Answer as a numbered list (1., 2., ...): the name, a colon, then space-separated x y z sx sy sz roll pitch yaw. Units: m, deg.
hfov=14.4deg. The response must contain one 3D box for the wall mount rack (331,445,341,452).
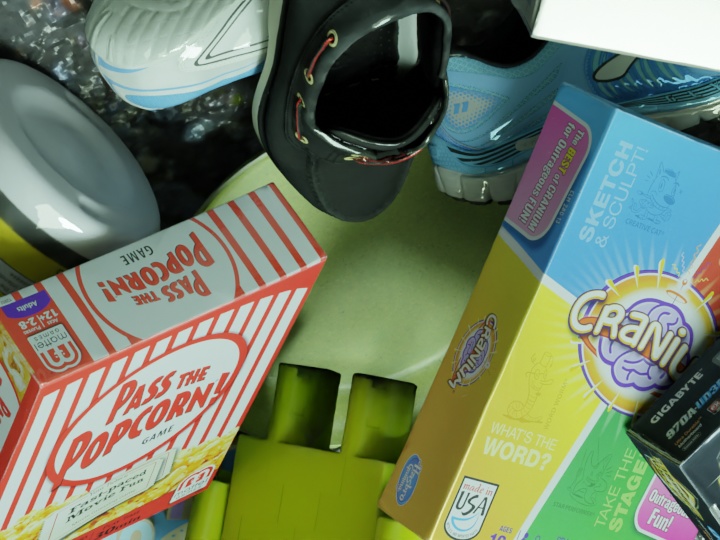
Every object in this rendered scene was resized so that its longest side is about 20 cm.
1. wall mount rack: 0.047 0.176 1.373 0.199 0.075 0.174 26 108 -15

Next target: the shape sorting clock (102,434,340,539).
1. shape sorting clock: -0.065 0.158 1.457 0.198 0.039 0.201 -8 130 -10

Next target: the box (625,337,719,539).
1. box: 0.234 0.060 1.271 0.200 0.046 0.159 -44 124 -8

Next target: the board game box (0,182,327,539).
1. board game box: -0.112 0.058 1.253 0.151 0.046 0.200 -25 158 -32

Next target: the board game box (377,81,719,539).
1. board game box: 0.111 0.035 1.244 0.152 0.040 0.201 17 99 -38

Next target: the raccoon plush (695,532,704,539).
1. raccoon plush: 0.121 0.072 1.420 0.133 0.097 0.201 22 111 -22

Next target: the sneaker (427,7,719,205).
1. sneaker: 0.116 -0.104 1.270 0.199 0.078 0.090 -25 108 -14

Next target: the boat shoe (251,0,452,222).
1. boat shoe: -0.002 -0.072 1.201 0.073 0.063 0.202 -21 154 -13

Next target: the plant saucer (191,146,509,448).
1. plant saucer: 0.000 0.000 1.353 0.198 0.031 0.201 -8 129 -10

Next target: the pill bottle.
1. pill bottle: -0.191 0.012 1.251 0.111 0.112 0.200 32 113 -35

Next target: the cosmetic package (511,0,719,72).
1. cosmetic package: 0.165 -0.128 1.198 0.199 0.105 0.072 9 111 -11

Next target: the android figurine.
1. android figurine: -0.025 0.145 1.317 0.041 0.182 0.201 14 87 -36

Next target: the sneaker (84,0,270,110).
1. sneaker: -0.024 -0.132 1.220 0.199 0.072 0.073 -26 159 1
